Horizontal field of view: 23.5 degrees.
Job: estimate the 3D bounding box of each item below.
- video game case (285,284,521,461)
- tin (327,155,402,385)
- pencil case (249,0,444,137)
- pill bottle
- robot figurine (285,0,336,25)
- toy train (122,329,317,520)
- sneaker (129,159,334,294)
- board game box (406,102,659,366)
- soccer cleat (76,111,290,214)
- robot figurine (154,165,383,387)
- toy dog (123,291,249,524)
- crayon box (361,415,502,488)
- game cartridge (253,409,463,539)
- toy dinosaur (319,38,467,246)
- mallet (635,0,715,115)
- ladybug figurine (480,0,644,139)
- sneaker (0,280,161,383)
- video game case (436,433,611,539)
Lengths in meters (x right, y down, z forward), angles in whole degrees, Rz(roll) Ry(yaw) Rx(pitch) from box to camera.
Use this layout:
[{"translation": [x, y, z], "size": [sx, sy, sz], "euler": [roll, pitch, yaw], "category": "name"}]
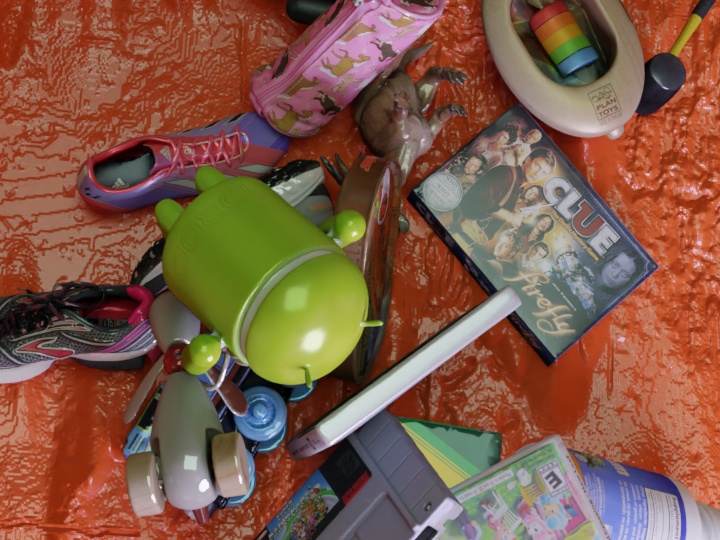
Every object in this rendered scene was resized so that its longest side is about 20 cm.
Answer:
[{"translation": [0.032, 0.090, 1.447], "size": [0.199, 0.182, 0.023], "euler": [-35, 87, -14], "category": "video game case"}, {"translation": [0.000, 0.000, 1.472], "size": [0.041, 0.112, 0.202], "euler": [10, 113, 9], "category": "tin"}, {"translation": [-0.015, -0.194, 1.491], "size": [0.086, 0.200, 0.083], "euler": [28, 47, -23], "category": "pencil case"}, {"translation": [0.216, 0.219, 1.459], "size": [0.198, 0.112, 0.114], "euler": [17, 73, -27], "category": "pill bottle"}, {"translation": [-0.012, -0.301, 1.563], "size": [0.197, 0.126, 0.151], "euler": [9, 33, -6], "category": "robot figurine"}, {"translation": [-0.114, 0.111, 1.474], "size": [0.113, 0.087, 0.201], "euler": [29, 75, 6], "category": "toy train"}, {"translation": [-0.109, -0.021, 1.513], "size": [0.199, 0.074, 0.080], "euler": [-28, 106, -7], "category": "sneaker"}, {"translation": [0.156, -0.034, 1.571], "size": [0.135, 0.035, 0.200], "euler": [-39, 85, -15], "category": "board game box"}, {"translation": [-0.153, -0.098, 1.521], "size": [0.198, 0.077, 0.067], "euler": [-16, 79, -11], "category": "soccer cleat"}, {"translation": [-0.075, 0.007, 1.344], "size": [0.175, 0.116, 0.200], "euler": [-40, 59, -16], "category": "robot figurine"}, {"translation": [-0.135, 0.122, 1.396], "size": [0.130, 0.097, 0.202], "euler": [8, 54, 11], "category": "toy dog"}, {"translation": [0.048, 0.232, 1.479], "size": [0.117, 0.058, 0.203], "euler": [10, 76, -6], "category": "crayon box"}, {"translation": [-0.018, 0.222, 1.416], "size": [0.200, 0.038, 0.130], "euler": [-48, 46, 7], "category": "game cartridge"}, {"translation": [0.022, -0.134, 1.554], "size": [0.085, 0.135, 0.202], "euler": [28, 41, -27], "category": "toy dinosaur"}, {"translation": [0.315, -0.234, 1.625], "size": [0.041, 0.066, 0.201], "euler": [36, 74, -2], "category": "mallet"}, {"translation": [0.184, -0.205, 1.594], "size": [0.135, 0.072, 0.202], "euler": [-24, 79, -11], "category": "ladybug figurine"}, {"translation": [-0.265, 0.042, 1.465], "size": [0.197, 0.075, 0.081], "euler": [-7, 62, -6], "category": "sneaker"}, {"translation": [0.116, 0.254, 1.380], "size": [0.199, 0.022, 0.184], "euler": [-31, 81, 27], "category": "video game case"}]
